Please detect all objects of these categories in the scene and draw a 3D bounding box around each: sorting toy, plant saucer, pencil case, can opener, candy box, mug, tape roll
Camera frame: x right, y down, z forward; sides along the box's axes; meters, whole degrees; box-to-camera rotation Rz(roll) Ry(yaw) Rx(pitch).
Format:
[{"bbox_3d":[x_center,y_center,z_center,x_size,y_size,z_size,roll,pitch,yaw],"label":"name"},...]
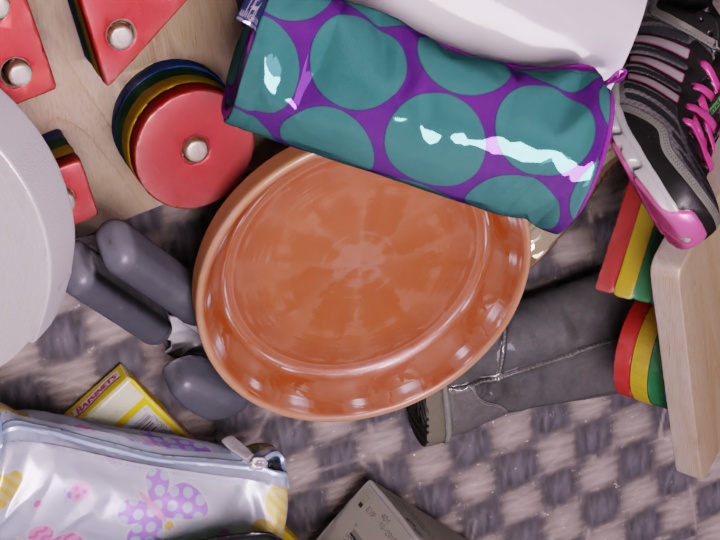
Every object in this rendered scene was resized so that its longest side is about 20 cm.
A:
[{"bbox_3d":[0.209,-0.013,1.135,0.199,0.069,0.201,-57,148,-31],"label":"sorting toy"},{"bbox_3d":[0.000,0.000,1.060,0.198,0.032,0.202,-10,128,-13],"label":"plant saucer"},{"bbox_3d":[-0.152,-0.105,0.998,0.197,0.070,0.201,-22,122,-13],"label":"sorting toy"},{"bbox_3d":[-0.141,0.130,1.090,0.198,0.084,0.091,11,149,-27],"label":"pencil case"},{"bbox_3d":[-0.107,0.034,1.063,0.053,0.067,0.200,-26,157,10],"label":"can opener"},{"bbox_3d":[-0.127,0.156,1.179,0.102,0.026,0.200,-40,124,1],"label":"candy box"},{"bbox_3d":[0.054,-0.138,1.036,0.152,0.149,0.188,23,93,-16],"label":"mug"},{"bbox_3d":[-0.245,-0.030,0.956,0.201,0.037,0.204,9,125,12],"label":"tape roll"},{"bbox_3d":[0.030,-0.090,0.955,0.198,0.085,0.093,19,88,-2],"label":"pencil case"}]

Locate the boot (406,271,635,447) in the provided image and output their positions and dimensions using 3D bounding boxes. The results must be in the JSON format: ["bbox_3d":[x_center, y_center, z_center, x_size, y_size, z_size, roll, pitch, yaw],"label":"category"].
[{"bbox_3d":[0.123,0.022,1.197,0.198,0.073,0.183,-13,128,-13],"label":"boot"}]

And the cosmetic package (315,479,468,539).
[{"bbox_3d":[0.049,0.234,1.256,0.105,0.071,0.200,-50,131,6],"label":"cosmetic package"}]

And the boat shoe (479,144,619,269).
[{"bbox_3d":[0.130,-0.088,1.130,0.064,0.071,0.200,41,70,-6],"label":"boat shoe"}]

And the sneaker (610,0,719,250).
[{"bbox_3d":[0.181,-0.096,1.029,0.087,0.201,0.074,-22,128,15],"label":"sneaker"}]

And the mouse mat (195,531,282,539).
[{"bbox_3d":[-0.115,0.197,1.126,0.198,0.008,0.161,-14,151,18],"label":"mouse mat"}]
